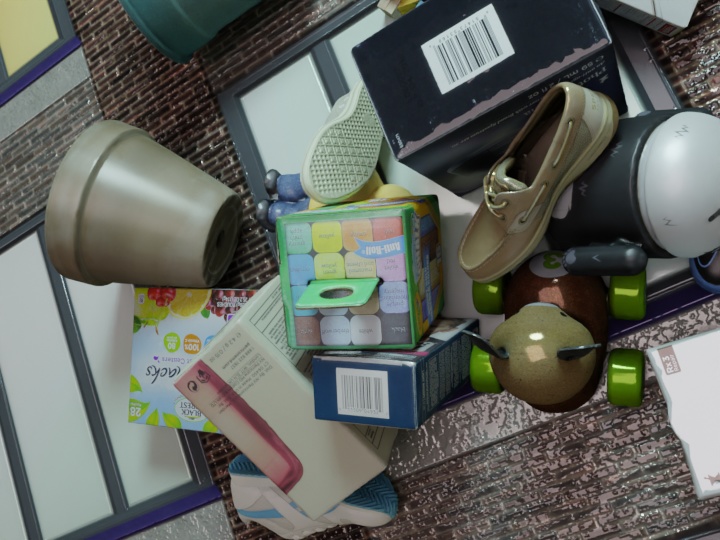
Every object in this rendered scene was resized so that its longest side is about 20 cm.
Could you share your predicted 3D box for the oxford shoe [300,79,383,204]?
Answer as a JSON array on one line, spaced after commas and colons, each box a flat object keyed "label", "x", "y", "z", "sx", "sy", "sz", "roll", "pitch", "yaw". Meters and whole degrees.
[{"label": "oxford shoe", "x": -0.018, "y": -0.135, "z": 0.781, "sx": 0.058, "sy": 0.201, "sz": 0.075, "roll": -25, "pitch": 120, "yaw": 39}]

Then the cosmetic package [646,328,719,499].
[{"label": "cosmetic package", "x": 0.295, "y": 0.104, "z": 0.588, "sx": 0.081, "sy": 0.200, "sz": 0.114, "roll": -21, "pitch": 78, "yaw": 22}]

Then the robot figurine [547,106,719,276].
[{"label": "robot figurine", "x": 0.242, "y": -0.072, "z": 0.645, "sx": 0.199, "sy": 0.124, "sz": 0.152, "roll": 5, "pitch": 96, "yaw": 55}]

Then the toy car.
[{"label": "toy car", "x": 0.164, "y": 0.055, "z": 0.651, "sx": 0.163, "sy": 0.200, "sz": 0.159, "roll": 1, "pitch": 87, "yaw": 24}]

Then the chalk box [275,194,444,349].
[{"label": "chalk box", "x": 0.000, "y": 0.000, "z": 0.676, "sx": 0.123, "sy": 0.200, "sz": 0.125, "roll": -2, "pitch": 98, "yaw": 16}]

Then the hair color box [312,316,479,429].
[{"label": "hair color box", "x": 0.042, "y": 0.090, "z": 0.702, "sx": 0.099, "sy": 0.200, "sz": 0.061, "roll": 1, "pitch": 97, "yaw": 24}]

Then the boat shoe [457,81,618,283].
[{"label": "boat shoe", "x": 0.136, "y": -0.073, "z": 0.630, "sx": 0.201, "sy": 0.065, "sz": 0.072, "roll": -56, "pitch": 41, "yaw": 32}]

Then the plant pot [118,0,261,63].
[{"label": "plant pot", "x": -0.178, "y": -0.382, "z": 0.858, "sx": 0.195, "sy": 0.200, "sz": 0.202, "roll": -23, "pitch": 77, "yaw": 12}]

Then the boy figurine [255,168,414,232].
[{"label": "boy figurine", "x": -0.018, "y": -0.078, "z": 0.820, "sx": 0.198, "sy": 0.064, "sz": 0.125, "roll": 5, "pitch": 72, "yaw": 22}]

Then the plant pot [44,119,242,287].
[{"label": "plant pot", "x": -0.242, "y": -0.061, "z": 0.871, "sx": 0.172, "sy": 0.200, "sz": 0.202, "roll": 17, "pitch": 93, "yaw": 7}]

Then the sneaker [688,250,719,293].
[{"label": "sneaker", "x": 0.346, "y": -0.078, "z": 0.644, "sx": 0.070, "sy": 0.078, "sz": 0.202, "roll": 20, "pitch": 94, "yaw": 24}]

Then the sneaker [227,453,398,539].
[{"label": "sneaker", "x": -0.051, "y": 0.256, "z": 0.813, "sx": 0.198, "sy": 0.076, "sz": 0.082, "roll": 4, "pitch": 109, "yaw": 22}]

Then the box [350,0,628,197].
[{"label": "box", "x": 0.132, "y": -0.177, "z": 0.684, "sx": 0.199, "sy": 0.198, "sz": 0.124, "roll": -26, "pitch": 77, "yaw": 21}]

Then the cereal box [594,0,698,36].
[{"label": "cereal box", "x": 0.240, "y": -0.329, "z": 0.686, "sx": 0.199, "sy": 0.040, "sz": 0.145, "roll": 22, "pitch": 93, "yaw": 0}]

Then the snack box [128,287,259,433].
[{"label": "snack box", "x": -0.181, "y": 0.107, "z": 0.879, "sx": 0.198, "sy": 0.068, "sz": 0.170, "roll": 1, "pitch": 87, "yaw": 25}]

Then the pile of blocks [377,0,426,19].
[{"label": "pile of blocks", "x": 0.106, "y": -0.318, "z": 0.782, "sx": 0.199, "sy": 0.062, "sz": 0.083, "roll": -17, "pitch": 79, "yaw": 23}]

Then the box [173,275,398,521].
[{"label": "box", "x": -0.066, "y": 0.126, "z": 0.739, "sx": 0.109, "sy": 0.128, "sz": 0.200, "roll": -41, "pitch": 96, "yaw": 21}]
